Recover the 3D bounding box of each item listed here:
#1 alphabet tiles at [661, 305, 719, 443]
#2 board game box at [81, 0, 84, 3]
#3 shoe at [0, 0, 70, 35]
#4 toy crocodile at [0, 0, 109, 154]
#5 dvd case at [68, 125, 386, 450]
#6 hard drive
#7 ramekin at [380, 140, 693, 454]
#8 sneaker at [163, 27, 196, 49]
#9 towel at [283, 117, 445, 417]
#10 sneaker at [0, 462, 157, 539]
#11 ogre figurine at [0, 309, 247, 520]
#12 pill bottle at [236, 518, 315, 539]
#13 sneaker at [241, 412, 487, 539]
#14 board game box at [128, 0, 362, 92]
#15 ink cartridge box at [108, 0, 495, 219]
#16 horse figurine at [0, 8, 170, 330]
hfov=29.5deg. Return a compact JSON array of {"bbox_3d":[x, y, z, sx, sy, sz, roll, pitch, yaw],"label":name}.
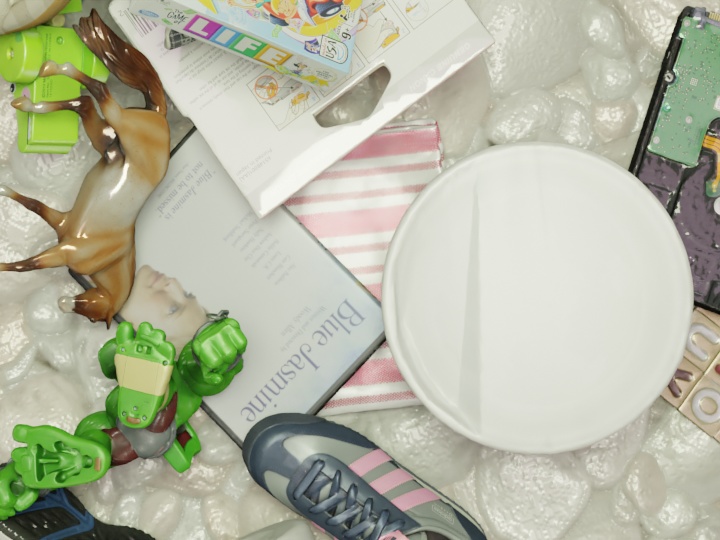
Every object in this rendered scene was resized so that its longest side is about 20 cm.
[{"bbox_3d":[0.302,0.031,0.998,0.167,0.008,0.201,37,86,-1],"label":"alphabet tiles"},{"bbox_3d":[-0.305,-0.245,0.948,0.146,0.064,0.202,-30,90,-4],"label":"board game box"},{"bbox_3d":[-0.253,-0.177,0.843,0.198,0.053,0.071,-5,97,31],"label":"shoe"},{"bbox_3d":[-0.207,-0.177,0.895,0.067,0.061,0.203,-9,104,-42],"label":"toy crocodile"},{"bbox_3d":[-0.090,0.018,0.954,0.200,0.018,0.143,44,97,3],"label":"dvd case"},{"bbox_3d":[0.264,-0.073,0.979,0.138,0.038,0.203,18,87,2],"label":"hard drive"},{"bbox_3d":[0.113,0.015,0.913,0.199,0.094,0.206,0,94,2],"label":"ramekin"},{"bbox_3d":[-0.148,-0.234,0.858,0.080,0.076,0.201,-39,86,-11],"label":"sneaker"},{"bbox_3d":[0.000,0.000,0.973,0.144,0.030,0.203,-8,89,-2],"label":"towel"},{"bbox_3d":[-0.191,0.213,0.944,0.200,0.076,0.077,41,123,-9],"label":"sneaker"},{"bbox_3d":[-0.149,0.093,0.898,0.098,0.120,0.201,37,96,9],"label":"ogre figurine"},{"bbox_3d":[-0.045,0.281,0.920,0.110,0.111,0.202,-25,90,-3],"label":"pill bottle"},{"bbox_3d":[0.010,0.165,0.925,0.198,0.082,0.071,29,101,-12],"label":"sneaker"},{"bbox_3d":[-0.055,-0.226,0.835,0.133,0.034,0.203,18,69,-24],"label":"board game box"},{"bbox_3d":[-0.039,-0.162,0.917,0.199,0.045,0.177,-36,88,0],"label":"ink cartridge box"},{"bbox_3d":[-0.175,-0.061,0.889,0.132,0.050,0.202,17,99,-40],"label":"horse figurine"}]
